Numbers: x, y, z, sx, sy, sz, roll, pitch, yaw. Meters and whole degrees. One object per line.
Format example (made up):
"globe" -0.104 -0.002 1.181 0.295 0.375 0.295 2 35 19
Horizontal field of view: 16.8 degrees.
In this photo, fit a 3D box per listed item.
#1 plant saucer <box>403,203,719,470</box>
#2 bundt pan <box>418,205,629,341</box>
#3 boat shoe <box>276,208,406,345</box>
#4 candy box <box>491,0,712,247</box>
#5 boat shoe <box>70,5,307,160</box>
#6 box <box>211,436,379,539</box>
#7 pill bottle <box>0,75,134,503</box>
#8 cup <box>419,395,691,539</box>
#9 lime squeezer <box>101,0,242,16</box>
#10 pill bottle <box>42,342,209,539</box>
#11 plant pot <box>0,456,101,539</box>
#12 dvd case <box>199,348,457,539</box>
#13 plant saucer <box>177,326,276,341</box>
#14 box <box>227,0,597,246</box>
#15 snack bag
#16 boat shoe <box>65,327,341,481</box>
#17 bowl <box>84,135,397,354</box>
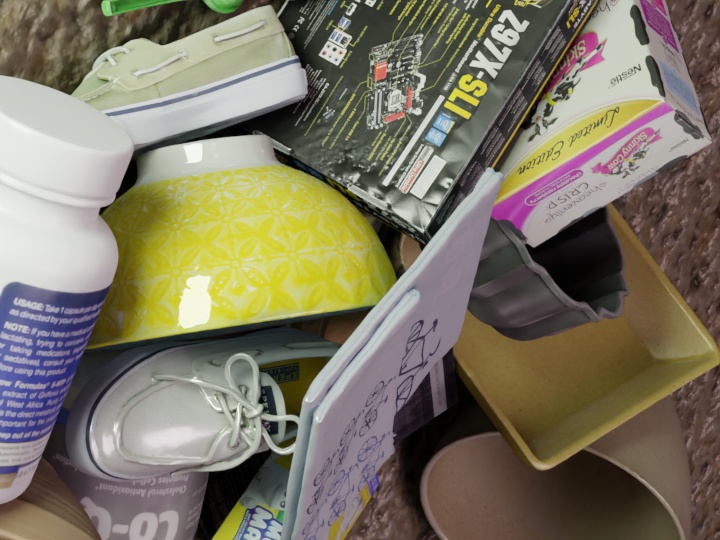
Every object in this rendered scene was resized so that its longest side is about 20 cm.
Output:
"plant saucer" 0.122 0.030 1.693 0.200 0.200 0.048 -26 165 -38
"bundt pan" 0.090 -0.040 1.595 0.076 0.203 0.202 -31 150 23
"boat shoe" 0.000 0.000 1.528 0.072 0.076 0.201 -21 130 -44
"candy box" 0.125 -0.133 1.512 0.136 0.201 0.061 -32 140 24
"boat shoe" -0.124 -0.101 1.397 0.199 0.072 0.062 -19 88 -32
"box" -0.062 0.183 1.506 0.200 0.048 0.117 -54 162 -17
"pill bottle" -0.193 0.008 1.259 0.119 0.120 0.201 4 116 -50
"cup" 0.160 0.133 1.792 0.201 0.199 0.144 74 31 -43
"lime squeezer" -0.058 -0.168 1.424 0.199 0.071 0.038 -12 117 -14
"pill bottle" -0.155 0.151 1.473 0.114 0.114 0.201 -9 119 -47
"plant pot" -0.224 0.153 1.370 0.201 0.200 0.093 62 28 -48
"dvd case" -0.023 0.109 1.596 0.200 0.016 0.149 -33 157 -10
"plant saucer" -0.058 0.038 1.579 0.200 0.037 0.201 -28 132 -37
"box" 0.031 -0.134 1.466 0.200 0.159 0.049 -58 159 -6
"snack bag" 0.019 0.058 1.408 0.200 0.021 0.189 -50 164 -31
"boat shoe" -0.068 0.078 1.373 0.202 0.086 0.075 -10 103 -46
"bowl" -0.082 -0.018 1.395 0.200 0.200 0.108 -7 88 -47
